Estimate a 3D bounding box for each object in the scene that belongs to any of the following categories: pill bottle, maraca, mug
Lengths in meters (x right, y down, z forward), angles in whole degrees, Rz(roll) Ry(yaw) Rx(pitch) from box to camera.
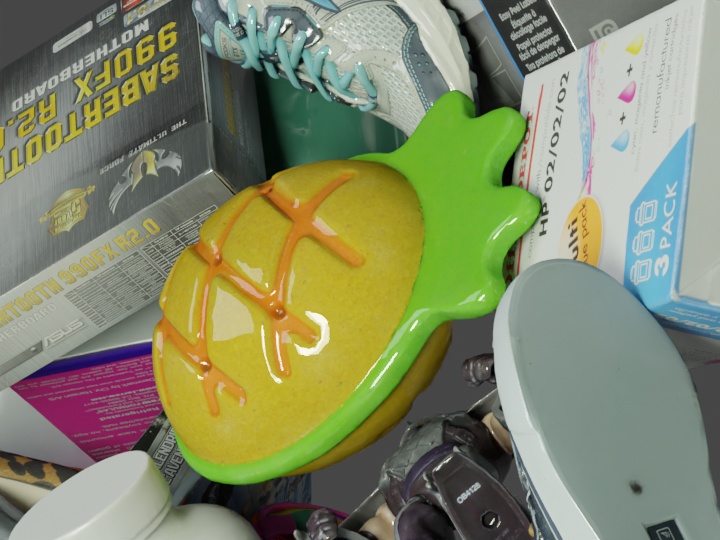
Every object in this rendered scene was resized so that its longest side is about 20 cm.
[{"bbox_3d":[-0.066,0.176,1.161,0.110,0.201,0.111,-29,15,9],"label":"pill bottle"},{"bbox_3d":[-0.007,0.008,1.116,0.200,0.107,0.138,-36,44,28],"label":"maraca"},{"bbox_3d":[-0.018,-0.028,1.354,0.186,0.114,0.153,66,-162,-47],"label":"mug"}]

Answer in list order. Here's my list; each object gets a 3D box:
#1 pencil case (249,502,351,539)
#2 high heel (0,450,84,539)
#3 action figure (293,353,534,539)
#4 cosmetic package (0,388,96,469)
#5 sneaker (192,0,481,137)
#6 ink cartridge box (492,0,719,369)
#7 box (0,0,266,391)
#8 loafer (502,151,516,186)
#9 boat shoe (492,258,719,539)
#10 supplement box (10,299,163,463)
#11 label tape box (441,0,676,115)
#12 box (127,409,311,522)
[{"bbox_3d":[-0.047,0.210,1.308,0.088,0.088,0.201,-126,56,-68],"label":"pencil case"},{"bbox_3d":[-0.156,0.114,1.368,0.072,0.142,0.200,-66,-19,7],"label":"high heel"},{"bbox_3d":[0.034,0.089,1.113,0.130,0.069,0.200,-52,10,7],"label":"action figure"},{"bbox_3d":[-0.155,0.093,1.602,0.200,0.165,0.169,135,146,-56],"label":"cosmetic package"},{"bbox_3d":[-0.024,-0.105,1.209,0.200,0.086,0.078,49,158,27],"label":"sneaker"},{"bbox_3d":[0.107,-0.025,1.054,0.200,0.067,0.116,158,122,-68],"label":"ink cartridge box"},{"bbox_3d":[-0.138,-0.036,1.259,0.199,0.048,0.159,-30,39,19],"label":"box"},{"bbox_3d":[0.000,0.000,1.217,0.073,0.199,0.071,70,-154,-18],"label":"loafer"},{"bbox_3d":[0.082,0.101,0.947,0.091,0.070,0.201,-54,51,52],"label":"boat shoe"},{"bbox_3d":[-0.107,0.031,1.406,0.200,0.103,0.102,56,-155,-65],"label":"supplement box"},{"bbox_3d":[0.045,-0.163,1.189,0.201,0.063,0.144,61,158,-2],"label":"label tape box"},{"bbox_3d":[-0.074,0.129,1.320,0.137,0.040,0.201,-52,-22,-33],"label":"box"}]
